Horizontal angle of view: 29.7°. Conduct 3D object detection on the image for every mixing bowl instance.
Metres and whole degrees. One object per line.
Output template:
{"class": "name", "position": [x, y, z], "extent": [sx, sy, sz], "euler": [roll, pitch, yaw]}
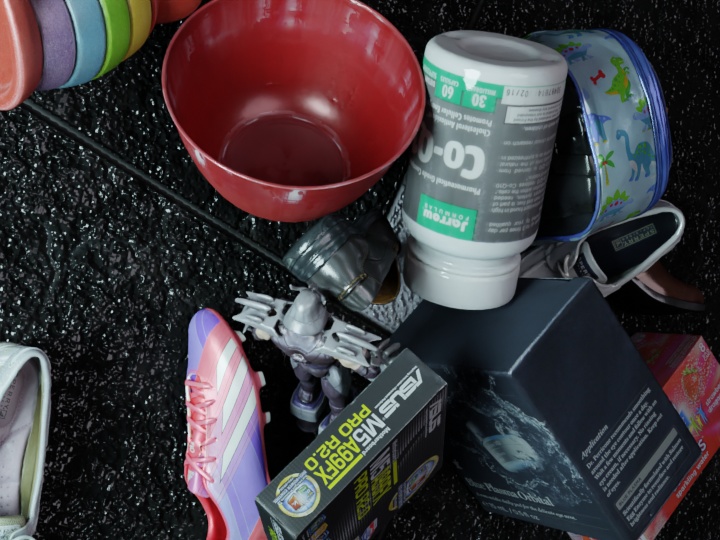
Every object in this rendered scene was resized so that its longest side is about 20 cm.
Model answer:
{"class": "mixing bowl", "position": [-0.056, -0.113, 1.056], "extent": [0.198, 0.109, 0.201], "euler": [5, 56, -7]}

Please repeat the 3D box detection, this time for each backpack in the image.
{"class": "backpack", "position": [0.181, -0.120, 1.173], "extent": [0.146, 0.200, 0.184], "euler": [-17, 99, -24]}

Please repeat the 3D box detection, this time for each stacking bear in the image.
{"class": "stacking bear", "position": [-0.197, -0.201, 0.991], "extent": [0.199, 0.121, 0.114], "euler": [-31, 104, -38]}

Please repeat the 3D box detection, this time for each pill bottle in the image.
{"class": "pill bottle", "position": [0.093, -0.079, 1.077], "extent": [0.112, 0.113, 0.201], "euler": [-9, 118, -33]}

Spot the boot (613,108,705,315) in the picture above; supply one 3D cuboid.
{"class": "boot", "position": [0.273, -0.064, 1.335], "extent": [0.187, 0.068, 0.202], "euler": [16, 76, -20]}

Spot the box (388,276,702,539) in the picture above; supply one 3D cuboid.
{"class": "box", "position": [0.148, 0.114, 1.160], "extent": [0.117, 0.196, 0.200], "euler": [-45, 113, -24]}

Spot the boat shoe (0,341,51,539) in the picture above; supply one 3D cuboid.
{"class": "boat shoe", "position": [-0.260, 0.152, 0.966], "extent": [0.074, 0.065, 0.204], "euler": [16, 81, -32]}

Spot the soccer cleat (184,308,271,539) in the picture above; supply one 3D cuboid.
{"class": "soccer cleat", "position": [-0.111, 0.132, 1.069], "extent": [0.076, 0.067, 0.202], "euler": [-18, 102, -28]}

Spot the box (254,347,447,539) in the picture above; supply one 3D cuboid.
{"class": "box", "position": [-0.003, 0.163, 1.052], "extent": [0.044, 0.200, 0.160], "euler": [41, 71, 19]}

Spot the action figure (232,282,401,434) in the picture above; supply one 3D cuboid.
{"class": "action figure", "position": [-0.032, 0.068, 1.050], "extent": [0.069, 0.130, 0.201], "euler": [-50, 155, -26]}

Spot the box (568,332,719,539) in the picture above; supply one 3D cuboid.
{"class": "box", "position": [0.264, 0.162, 1.297], "extent": [0.200, 0.095, 0.100], "euler": [-46, 112, -25]}

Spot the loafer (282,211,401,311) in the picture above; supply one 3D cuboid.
{"class": "loafer", "position": [0.000, 0.000, 1.084], "extent": [0.073, 0.200, 0.072], "euler": [-45, 82, 16]}

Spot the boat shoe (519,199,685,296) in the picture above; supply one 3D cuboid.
{"class": "boat shoe", "position": [0.200, -0.007, 1.226], "extent": [0.199, 0.065, 0.074], "euler": [-34, 87, 4]}
